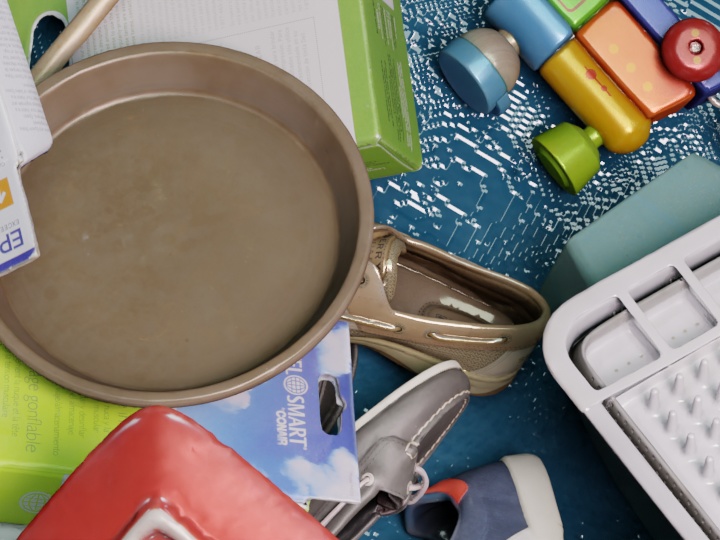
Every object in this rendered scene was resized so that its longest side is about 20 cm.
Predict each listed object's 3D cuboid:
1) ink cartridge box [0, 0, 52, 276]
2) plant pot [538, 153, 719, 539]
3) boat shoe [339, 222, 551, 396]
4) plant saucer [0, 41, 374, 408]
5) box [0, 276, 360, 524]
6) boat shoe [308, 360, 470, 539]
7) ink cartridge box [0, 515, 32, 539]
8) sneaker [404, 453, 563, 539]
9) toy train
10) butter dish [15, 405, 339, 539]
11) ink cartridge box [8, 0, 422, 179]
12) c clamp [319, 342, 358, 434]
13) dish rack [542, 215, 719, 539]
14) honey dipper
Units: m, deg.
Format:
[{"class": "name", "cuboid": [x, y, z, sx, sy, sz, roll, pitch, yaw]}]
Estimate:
[{"class": "ink cartridge box", "cuboid": [-0.243, -0.065, 1.264, 0.199, 0.041, 0.201, -23, 78, 27]}, {"class": "plant pot", "cuboid": [0.191, 0.052, 1.346, 0.141, 0.141, 0.200, -33, 78, -18]}, {"class": "boat shoe", "cuboid": [0.000, 0.000, 1.341, 0.199, 0.065, 0.072, 18, 52, -13]}, {"class": "plant saucer", "cuboid": [-0.093, -0.020, 1.259, 0.199, 0.030, 0.201, 0, 61, 0]}, {"class": "box", "cuboid": [-0.104, 0.068, 1.263, 0.199, 0.048, 0.122, 8, 46, -13]}, {"class": "boat shoe", "cuboid": [-0.012, 0.127, 1.313, 0.200, 0.067, 0.057, -39, 72, -11]}, {"class": "ink cartridge box", "cuboid": [-0.230, 0.172, 1.245, 0.199, 0.086, 0.148, 14, 73, -8]}, {"class": "sneaker", "cuboid": [0.070, 0.175, 1.287, 0.084, 0.075, 0.200, -11, 37, -7]}, {"class": "toy train", "cuboid": [0.143, -0.082, 1.401, 0.116, 0.085, 0.200, -41, 88, -8]}, {"class": "butter dish", "cuboid": [-0.069, 0.177, 1.178, 0.199, 0.148, 0.200, 40, 102, 1]}, {"class": "ink cartridge box", "cuboid": [-0.081, -0.110, 1.363, 0.199, 0.076, 0.149, -11, 77, 17]}, {"class": "c clamp", "cuboid": [-0.100, 0.055, 1.329, 0.199, 0.027, 0.172, 13, 60, -11]}, {"class": "dish rack", "cuboid": [0.199, 0.068, 1.230, 0.171, 0.044, 0.200, -28, 58, -17]}, {"class": "honey dipper", "cuboid": [-0.149, -0.116, 1.328, 0.038, 0.038, 0.200, 38, 91, -1]}]
